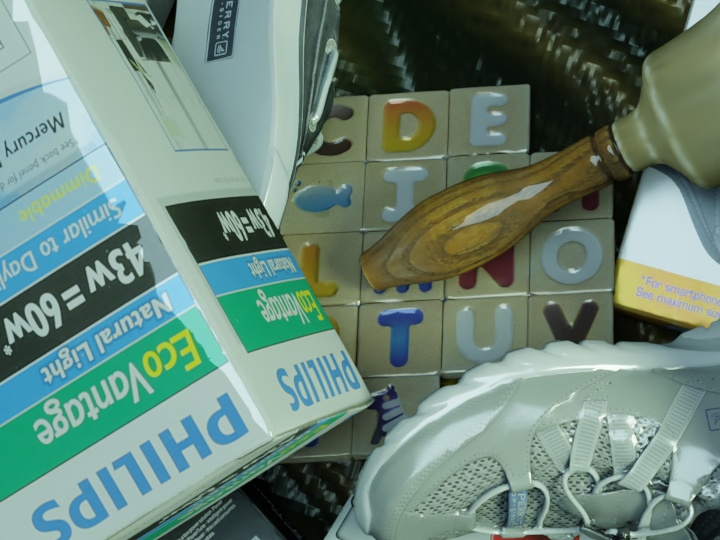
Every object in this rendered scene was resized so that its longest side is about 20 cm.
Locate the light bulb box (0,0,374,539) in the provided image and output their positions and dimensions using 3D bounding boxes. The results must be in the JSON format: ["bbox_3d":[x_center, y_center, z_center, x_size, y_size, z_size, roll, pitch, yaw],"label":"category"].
[{"bbox_3d":[-0.136,0.016,1.083,0.198,0.125,0.200,-32,84,17],"label":"light bulb box"}]

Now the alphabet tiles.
[{"bbox_3d":[0.000,0.000,1.173,0.199,0.008,0.168,-3,57,9],"label":"alphabet tiles"}]

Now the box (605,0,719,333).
[{"bbox_3d":[0.179,-0.064,1.171,0.119,0.041,0.201,15,88,11],"label":"box"}]

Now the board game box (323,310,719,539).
[{"bbox_3d":[0.101,0.102,1.138,0.199,0.035,0.127,25,68,17],"label":"board game box"}]

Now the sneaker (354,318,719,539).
[{"bbox_3d":[0.096,0.071,1.090,0.199,0.075,0.082,-15,60,-4],"label":"sneaker"}]

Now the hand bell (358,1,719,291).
[{"bbox_3d":[0.089,-0.041,1.132,0.199,0.104,0.104,-26,80,18],"label":"hand bell"}]

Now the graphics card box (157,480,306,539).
[{"bbox_3d":[-0.083,0.131,1.185,0.125,0.051,0.200,-44,77,1],"label":"graphics card box"}]

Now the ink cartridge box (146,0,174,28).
[{"bbox_3d":[-0.163,-0.101,1.209,0.144,0.084,0.201,22,89,12],"label":"ink cartridge box"}]

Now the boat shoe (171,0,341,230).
[{"bbox_3d":[-0.041,-0.067,1.179,0.071,0.068,0.201,-7,67,32],"label":"boat shoe"}]
